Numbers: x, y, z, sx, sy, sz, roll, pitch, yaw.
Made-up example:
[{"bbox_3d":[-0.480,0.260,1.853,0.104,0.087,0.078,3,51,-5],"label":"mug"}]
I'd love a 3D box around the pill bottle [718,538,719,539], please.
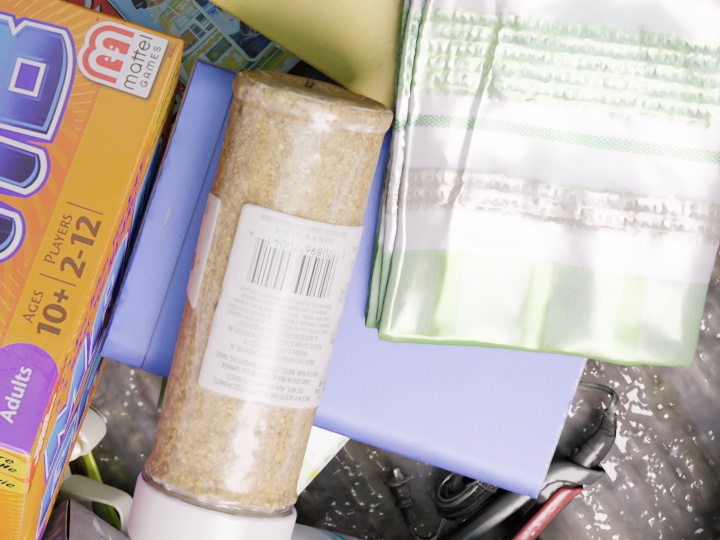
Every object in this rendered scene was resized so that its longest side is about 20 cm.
[{"bbox_3d":[0.226,0.139,1.247,0.115,0.116,0.201,20,127,-6],"label":"pill bottle"}]

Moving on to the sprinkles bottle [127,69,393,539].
[{"bbox_3d":[-0.041,0.022,1.099,0.068,0.068,0.201,13,98,-5],"label":"sprinkles bottle"}]

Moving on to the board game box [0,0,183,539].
[{"bbox_3d":[-0.206,0.000,1.154,0.199,0.200,0.201,18,63,-1],"label":"board game box"}]

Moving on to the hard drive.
[{"bbox_3d":[0.003,0.004,1.147,0.199,0.025,0.133,18,98,-7],"label":"hard drive"}]

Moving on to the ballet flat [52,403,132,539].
[{"bbox_3d":[-0.142,0.099,1.284,0.067,0.067,0.201,-9,108,38],"label":"ballet flat"}]

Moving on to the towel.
[{"bbox_3d":[0.085,-0.059,1.100,0.148,0.031,0.201,6,108,-4],"label":"towel"}]

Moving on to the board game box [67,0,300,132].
[{"bbox_3d":[-0.111,-0.159,1.262,0.134,0.029,0.200,-42,99,4],"label":"board game box"}]

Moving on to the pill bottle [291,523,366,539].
[{"bbox_3d":[0.018,0.183,1.228,0.199,0.111,0.111,17,101,-40],"label":"pill bottle"}]

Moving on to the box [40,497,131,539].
[{"bbox_3d":[-0.116,0.221,1.278,0.200,0.048,0.158,38,111,-23],"label":"box"}]

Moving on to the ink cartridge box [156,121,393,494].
[{"bbox_3d":[0.000,0.000,1.233,0.076,0.148,0.200,42,96,-8],"label":"ink cartridge box"}]

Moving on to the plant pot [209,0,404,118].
[{"bbox_3d":[0.004,-0.181,1.169,0.199,0.200,0.177,32,98,-11],"label":"plant pot"}]

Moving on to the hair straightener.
[{"bbox_3d":[0.047,0.122,1.309,0.077,0.041,0.200,43,101,-8],"label":"hair straightener"}]
